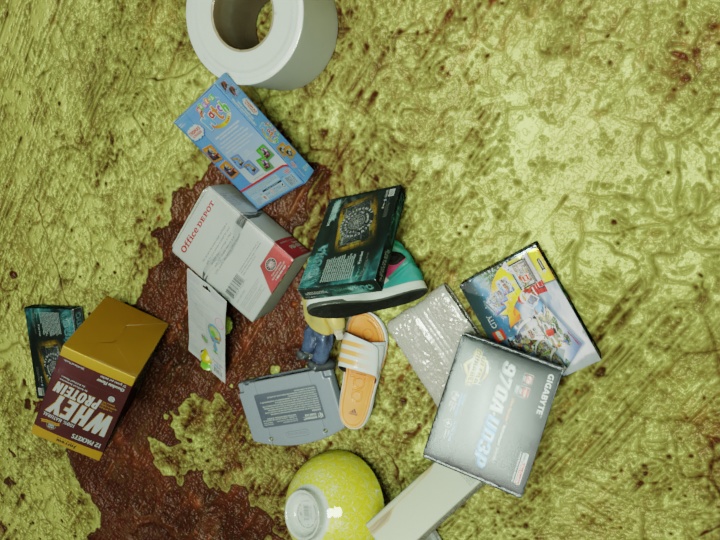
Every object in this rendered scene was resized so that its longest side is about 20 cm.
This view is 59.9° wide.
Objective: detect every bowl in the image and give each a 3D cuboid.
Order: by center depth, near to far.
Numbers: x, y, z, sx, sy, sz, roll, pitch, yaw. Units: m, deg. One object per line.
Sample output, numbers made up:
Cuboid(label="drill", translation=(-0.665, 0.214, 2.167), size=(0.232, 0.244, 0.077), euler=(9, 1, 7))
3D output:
Cuboid(label="bowl", translation=(-0.067, 0.418, 1.087), size=(0.198, 0.107, 0.203), euler=(-9, 74, 35))

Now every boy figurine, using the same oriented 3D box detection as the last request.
Cuboid(label="boy figurine", translation=(-0.063, 0.065, 1.070), size=(0.124, 0.064, 0.202), euler=(29, 113, 48))

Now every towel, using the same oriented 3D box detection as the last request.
Cuboid(label="towel", translation=(0.143, 0.138, 1.032), size=(0.132, 0.034, 0.201), euler=(-36, 87, 22))

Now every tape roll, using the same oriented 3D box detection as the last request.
Cuboid(label="tape roll", translation=(-0.150, -0.389, 0.974), size=(0.200, 0.139, 0.205), euler=(5, 103, 20))

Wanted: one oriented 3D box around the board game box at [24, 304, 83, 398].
Cuboid(label="board game box", translation=(-0.637, 0.175, 1.321), size=(0.134, 0.028, 0.203), euler=(1, 100, 20))

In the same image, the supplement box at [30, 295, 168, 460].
Cuboid(label="supplement box", translation=(-0.481, 0.196, 1.169), size=(0.132, 0.198, 0.201), euler=(26, 111, -10))

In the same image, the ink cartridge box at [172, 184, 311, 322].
Cuboid(label="ink cartridge box", translation=(-0.210, -0.035, 1.099), size=(0.200, 0.083, 0.147), euler=(40, 111, 8))

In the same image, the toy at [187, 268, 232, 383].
Cuboid(label="toy", translation=(-0.270, 0.098, 1.149), size=(0.115, 0.047, 0.202), euler=(34, 129, 29))

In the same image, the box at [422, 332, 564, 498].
Cuboid(label="box", translation=(0.199, 0.214, 0.947), size=(0.157, 0.046, 0.202), euler=(19, 88, 16))

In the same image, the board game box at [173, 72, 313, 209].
Cuboid(label="board game box", translation=(-0.190, -0.200, 1.009), size=(0.200, 0.037, 0.151), euler=(46, 143, -22))

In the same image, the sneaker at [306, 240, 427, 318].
Cuboid(label="sneaker", translation=(0.000, 0.000, 0.997), size=(0.198, 0.084, 0.122), euler=(-10, 68, -18))

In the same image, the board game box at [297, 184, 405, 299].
Cuboid(label="board game box", translation=(-0.011, -0.046, 0.969), size=(0.134, 0.201, 0.028), euler=(-8, 136, 28))

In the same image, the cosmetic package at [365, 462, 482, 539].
Cuboid(label="cosmetic package", translation=(0.110, 0.372, 1.005), size=(0.199, 0.105, 0.071), euler=(-39, 65, -9))

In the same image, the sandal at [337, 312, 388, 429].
Cuboid(label="sandal", translation=(-0.001, 0.174, 1.066), size=(0.078, 0.059, 0.210), euler=(7, 93, 15))

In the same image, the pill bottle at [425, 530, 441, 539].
Cuboid(label="pill bottle", translation=(0.047, 0.529, 1.106), size=(0.200, 0.112, 0.113), euler=(-41, 86, 22))

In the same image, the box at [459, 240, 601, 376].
Cuboid(label="box", translation=(0.262, 0.075, 0.972), size=(0.136, 0.038, 0.201), euler=(-30, 90, 23))

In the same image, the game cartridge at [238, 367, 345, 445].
Cuboid(label="game cartridge", translation=(-0.123, 0.253, 1.154), size=(0.198, 0.042, 0.135), euler=(-13, 100, 22))
